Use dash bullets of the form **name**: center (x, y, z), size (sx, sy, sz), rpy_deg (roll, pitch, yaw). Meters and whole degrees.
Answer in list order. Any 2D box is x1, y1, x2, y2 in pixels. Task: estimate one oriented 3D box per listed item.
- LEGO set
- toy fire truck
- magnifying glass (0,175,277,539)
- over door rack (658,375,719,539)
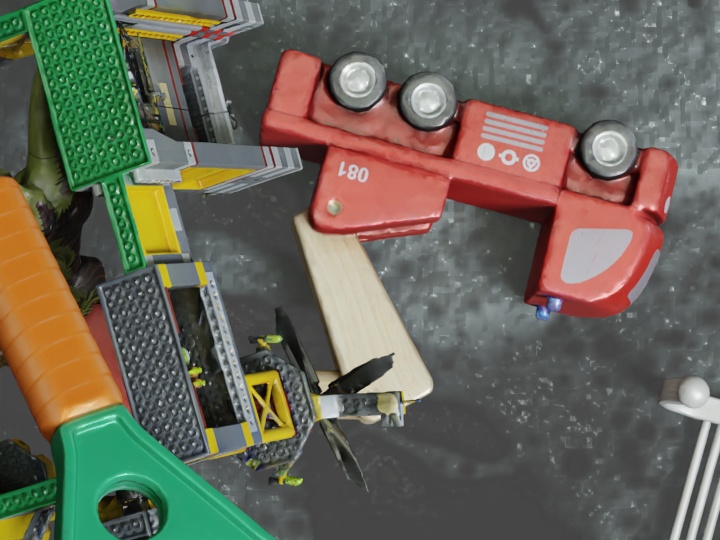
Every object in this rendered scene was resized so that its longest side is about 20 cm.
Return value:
- **LEGO set**: center (-0.082, -0.002, 0.718), size (0.154, 0.116, 0.200), rpy_deg (-27, 80, 24)
- **toy fire truck**: center (0.000, 0.000, 0.782), size (0.200, 0.049, 0.141), rpy_deg (15, 83, -1)
- **magnifying glass**: center (-0.067, 0.061, 0.618), size (0.080, 0.022, 0.200), rpy_deg (-18, 69, -25)
- **over door rack**: center (0.184, 0.130, 0.771), size (0.200, 0.067, 0.148), rpy_deg (17, 84, -1)
